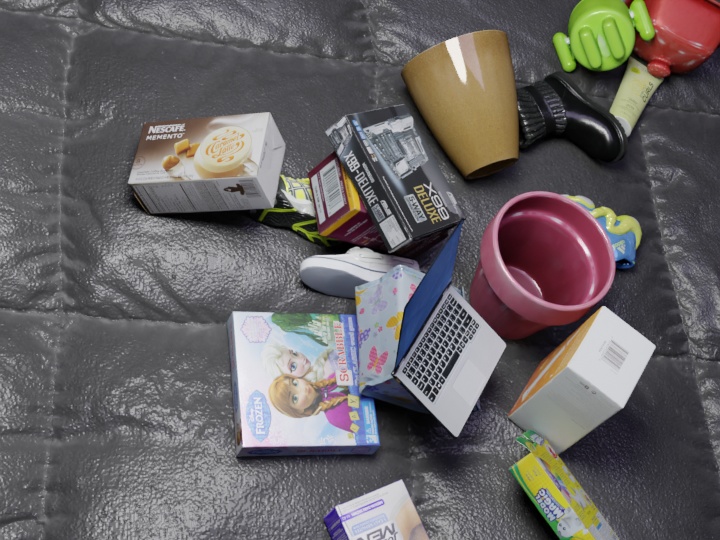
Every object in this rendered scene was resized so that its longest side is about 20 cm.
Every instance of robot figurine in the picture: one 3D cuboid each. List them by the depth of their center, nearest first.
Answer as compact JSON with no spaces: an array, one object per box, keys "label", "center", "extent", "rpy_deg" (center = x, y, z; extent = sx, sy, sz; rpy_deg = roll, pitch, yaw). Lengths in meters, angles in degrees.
[{"label":"robot figurine","center":[0.433,-0.431,1.988],"extent":[0.116,0.174,0.200],"rpy_deg":[60,20,-20]}]

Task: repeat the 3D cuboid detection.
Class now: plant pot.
[{"label":"plant pot","center":[0.256,0.009,1.669],"extent":[0.198,0.179,0.202],"rpy_deg":[8,61,-15]},{"label":"plant pot","center":[0.183,-0.259,1.803],"extent":[0.185,0.186,0.202],"rpy_deg":[-13,80,-26]}]

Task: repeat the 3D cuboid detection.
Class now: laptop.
[{"label":"laptop","center":[0.130,0.077,1.463],"extent":[0.200,0.116,0.188],"rpy_deg":[46,49,-11]}]

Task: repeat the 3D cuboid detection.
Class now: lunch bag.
[{"label":"lunch bag","center":[0.098,0.105,1.584],"extent":[0.199,0.127,0.171],"rpy_deg":[24,53,-39]}]

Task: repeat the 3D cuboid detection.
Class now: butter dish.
[{"label":"butter dish","center":[0.576,-0.427,2.045],"extent":[0.198,0.200,0.149],"rpy_deg":[27,80,-5]}]

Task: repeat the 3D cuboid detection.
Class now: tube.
[{"label":"tube","center":[0.496,-0.318,2.016],"extent":[0.201,0.052,0.058],"rpy_deg":[-56,130,-39]}]

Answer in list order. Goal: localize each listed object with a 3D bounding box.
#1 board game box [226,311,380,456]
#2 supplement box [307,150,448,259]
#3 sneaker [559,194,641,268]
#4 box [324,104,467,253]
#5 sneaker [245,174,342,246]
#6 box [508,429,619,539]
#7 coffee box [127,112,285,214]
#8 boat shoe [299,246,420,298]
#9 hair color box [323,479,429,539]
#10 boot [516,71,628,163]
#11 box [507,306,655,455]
[{"label":"board game box","center":[-0.081,0.157,1.545],"extent":[0.197,0.041,0.202],"rpy_deg":[2,62,-20]},{"label":"supplement box","center":[0.028,-0.099,1.658],"extent":[0.199,0.085,0.111],"rpy_deg":[14,55,-41]},{"label":"sneaker","center":[0.376,-0.055,1.811],"extent":[0.198,0.076,0.106],"rpy_deg":[12,60,-15]},{"label":"box","center":[0.054,-0.136,1.601],"extent":[0.157,0.050,0.201],"rpy_deg":[-20,80,-52]},{"label":"sneaker","center":[-0.106,-0.108,1.670],"extent":[0.199,0.075,0.077],"rpy_deg":[28,49,-16]},{"label":"box","center":[0.279,0.318,1.551],"extent":[0.201,0.048,0.117],"rpy_deg":[56,17,13]},{"label":"coffee box","center":[-0.219,-0.152,1.585],"extent":[0.198,0.080,0.115],"rpy_deg":[-1,57,17]},{"label":"boat shoe","center":[0.000,0.000,1.651],"extent":[0.198,0.074,0.066],"rpy_deg":[13,54,-25]},{"label":"hair color box","center":[0.043,0.391,1.452],"extent":[0.108,0.065,0.201],"rpy_deg":[-16,71,-28]},{"label":"boot","center":[0.341,-0.244,1.895],"extent":[0.157,0.080,0.211],"rpy_deg":[-27,64,-37]},{"label":"box","center":[0.316,0.162,1.594],"extent":[0.097,0.200,0.125],"rpy_deg":[37,56,3]}]
